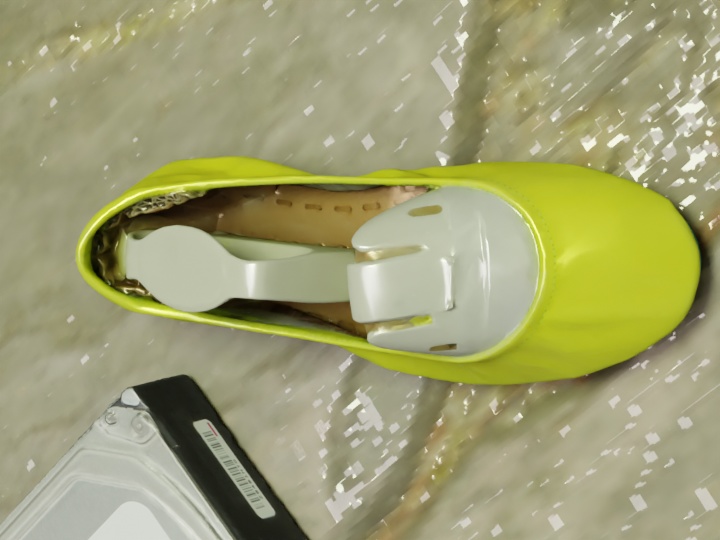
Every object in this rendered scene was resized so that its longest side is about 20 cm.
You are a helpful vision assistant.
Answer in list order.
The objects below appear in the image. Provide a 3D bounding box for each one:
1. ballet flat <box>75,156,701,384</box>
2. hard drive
[{"bbox_3d":[0.000,0.000,0.804,0.199,0.067,0.067,5,98,32],"label":"ballet flat"},{"bbox_3d":[-0.086,0.149,0.898,0.200,0.038,0.140,-46,71,30],"label":"hard drive"}]
